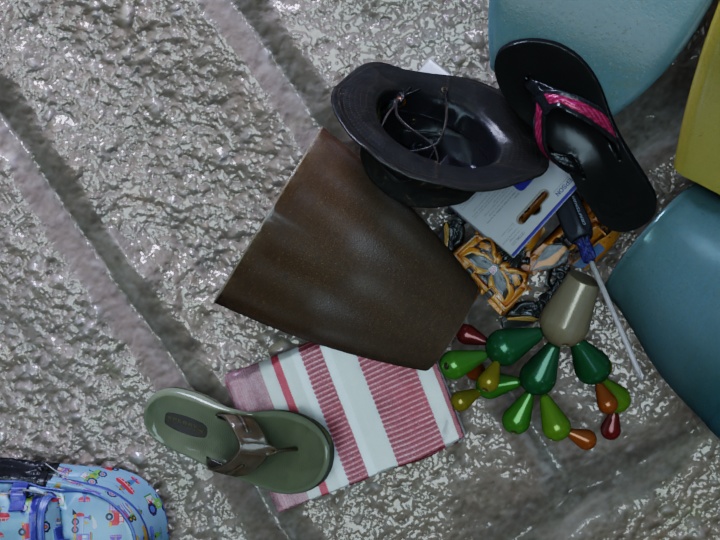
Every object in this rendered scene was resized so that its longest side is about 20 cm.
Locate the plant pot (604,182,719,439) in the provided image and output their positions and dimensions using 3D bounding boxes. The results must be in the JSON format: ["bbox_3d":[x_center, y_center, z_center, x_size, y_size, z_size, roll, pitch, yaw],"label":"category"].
[{"bbox_3d":[0.328,0.030,1.259,0.188,0.200,0.200,42,93,16],"label":"plant pot"}]

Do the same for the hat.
[{"bbox_3d":[0.062,-0.101,1.244,0.200,0.201,0.081,21,125,3],"label":"hat"}]

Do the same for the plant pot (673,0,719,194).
[{"bbox_3d":[0.379,-0.147,1.227,0.200,0.200,0.177,28,117,8],"label":"plant pot"}]

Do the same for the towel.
[{"bbox_3d":[-0.015,0.132,1.360,0.200,0.023,0.144,-21,89,3],"label":"towel"}]

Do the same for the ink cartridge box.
[{"bbox_3d":[0.104,-0.102,1.303,0.095,0.037,0.200,-48,63,1],"label":"ink cartridge box"}]

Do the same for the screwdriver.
[{"bbox_3d":[0.208,0.006,1.243,0.028,0.029,0.200,-33,58,29],"label":"screwdriver"}]

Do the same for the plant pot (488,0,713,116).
[{"bbox_3d":[0.210,-0.250,1.259,0.196,0.196,0.200,23,107,3],"label":"plant pot"}]

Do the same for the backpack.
[{"bbox_3d":[-0.286,0.272,1.326,0.200,0.135,0.183,4,92,1],"label":"backpack"}]

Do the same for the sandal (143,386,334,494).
[{"bbox_3d":[-0.121,0.165,1.328,0.201,0.057,0.080,11,99,18],"label":"sandal"}]

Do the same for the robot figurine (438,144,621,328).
[{"bbox_3d":[0.166,-0.041,1.325,0.200,0.058,0.145,-44,86,3],"label":"robot figurine"}]

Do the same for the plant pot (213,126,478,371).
[{"bbox_3d":[0.000,0.000,1.285,0.200,0.187,0.187,31,93,-4],"label":"plant pot"}]

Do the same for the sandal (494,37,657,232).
[{"bbox_3d":[0.187,-0.115,1.208,0.075,0.045,0.200,-31,101,29],"label":"sandal"}]

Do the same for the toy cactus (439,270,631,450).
[{"bbox_3d":[0.175,0.076,1.302,0.200,0.102,0.165,18,111,-10],"label":"toy cactus"}]
